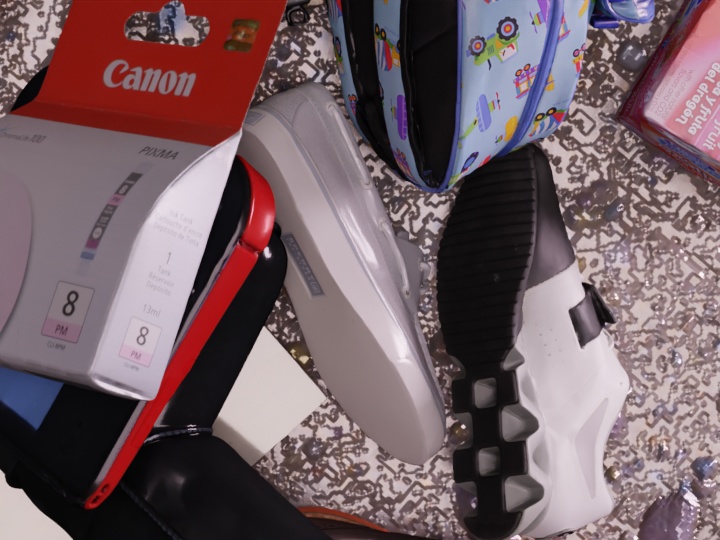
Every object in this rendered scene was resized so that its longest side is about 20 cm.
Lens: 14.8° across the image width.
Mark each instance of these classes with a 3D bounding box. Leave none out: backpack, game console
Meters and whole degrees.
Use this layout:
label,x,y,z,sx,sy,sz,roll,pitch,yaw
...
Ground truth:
label,x,y,z,sx,sy,sz,roll,pitch,yaw
backpack,0.058,-0.143,1.331,0.134,0.183,0.200,-6,107,-19
game console,-0.137,0.000,1.330,0.031,0.200,0.177,33,90,-43

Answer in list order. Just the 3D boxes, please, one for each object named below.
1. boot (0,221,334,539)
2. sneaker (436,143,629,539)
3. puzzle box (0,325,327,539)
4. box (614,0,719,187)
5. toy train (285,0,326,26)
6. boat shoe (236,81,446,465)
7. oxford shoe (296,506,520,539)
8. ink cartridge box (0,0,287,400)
label,x,y,z,sx,sy,sz,roll,pitch,yaw
boot,-0.069,0.091,1.334,0.198,0.073,0.162,-44,73,6
sneaker,0.092,0.034,1.392,0.088,0.074,0.200,1,88,-36
puzzle box,-0.132,0.080,1.401,0.200,0.025,0.133,-40,93,-1
box,0.221,-0.135,1.372,0.095,0.100,0.200,32,90,-3
toy train,-0.050,-0.220,1.385,0.034,0.046,0.200,-11,90,4
boat shoe,0.000,0.000,1.386,0.069,0.072,0.200,-35,101,-30
oxford shoe,0.046,0.168,1.388,0.200,0.073,0.071,10,92,-3
ink cartridge box,-0.131,-0.049,1.298,0.057,0.162,0.200,20,83,-44
